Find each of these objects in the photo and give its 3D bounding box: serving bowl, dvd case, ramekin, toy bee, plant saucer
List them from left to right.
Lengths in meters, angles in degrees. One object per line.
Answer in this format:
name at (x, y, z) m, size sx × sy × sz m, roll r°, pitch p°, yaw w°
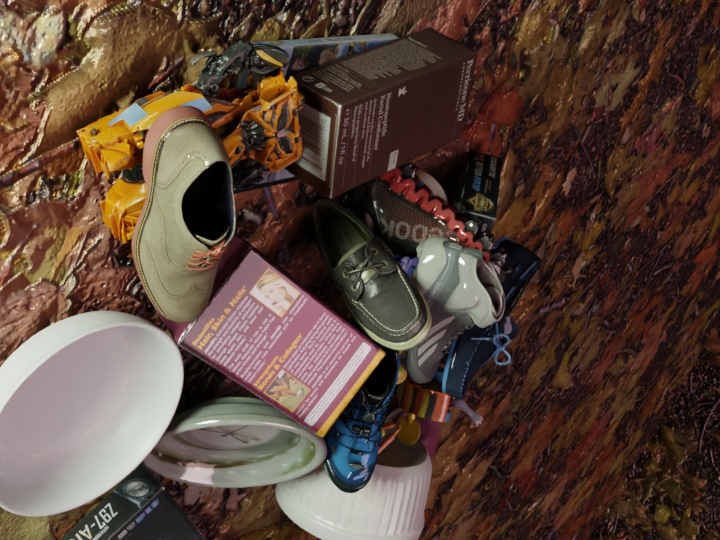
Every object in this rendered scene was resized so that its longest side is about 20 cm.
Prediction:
serving bowl at (-0.256, 0.116, 0.822) m, size 0.199 × 0.066 × 0.202 m, roll -35°, pitch 144°, yaw -30°
plant saucer at (-0.135, 0.179, 0.998) m, size 0.197 × 0.051 × 0.201 m, roll -3°, pitch 150°, yaw -2°
dvd case at (-0.047, -0.154, 0.896) m, size 0.199 × 0.017 × 0.144 m, roll -19°, pitch 134°, yaw -46°
ramekin at (-0.001, 0.260, 1.185) m, size 0.199 × 0.199 × 0.106 m, roll -1°, pitch 112°, yaw -53°
toy bee at (0.070, 0.158, 1.193) m, size 0.200 × 0.107 × 0.133 m, roll 73°, pitch 30°, yaw -69°

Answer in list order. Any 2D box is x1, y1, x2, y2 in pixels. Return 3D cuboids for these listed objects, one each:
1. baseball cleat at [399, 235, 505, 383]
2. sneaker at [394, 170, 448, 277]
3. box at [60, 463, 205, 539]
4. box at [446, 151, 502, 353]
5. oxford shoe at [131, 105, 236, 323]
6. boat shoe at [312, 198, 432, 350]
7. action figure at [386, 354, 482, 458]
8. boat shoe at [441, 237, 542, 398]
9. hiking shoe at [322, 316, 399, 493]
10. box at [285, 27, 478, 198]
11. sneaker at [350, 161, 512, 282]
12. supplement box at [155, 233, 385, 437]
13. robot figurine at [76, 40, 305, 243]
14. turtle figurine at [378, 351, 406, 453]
baseball cleat at (0.097, 0.058, 0.986) m, size 0.202 × 0.105 × 0.070 m, roll 89°, pitch 25°, yaw -43°
sneaker at (0.041, -0.014, 1.089) m, size 0.111 × 0.076 × 0.202 m, roll -40°, pitch 153°, yaw -39°
box at (-0.276, 0.328, 1.016) m, size 0.200 × 0.043 × 0.161 m, roll -42°, pitch 146°, yaw -20°
box at (0.127, -0.024, 1.154) m, size 0.160 × 0.045 × 0.202 m, roll -71°, pitch 174°, yaw -57°
oxford shoe at (-0.136, -0.024, 0.733) m, size 0.070 × 0.075 × 0.202 m, roll -20°, pitch 137°, yaw -28°
boat shoe at (0.001, -0.001, 0.942) m, size 0.071 × 0.201 × 0.066 m, roll -36°, pitch 138°, yaw -1°
action figure at (0.098, 0.191, 1.376) m, size 0.147 × 0.134 × 0.203 m, roll 21°, pitch 90°, yaw -15°
boat shoe at (0.155, 0.057, 1.076) m, size 0.084 × 0.068 × 0.202 m, roll 57°, pitch 56°, yaw -74°
hiking shoe at (-0.002, 0.145, 1.006) m, size 0.073 × 0.087 × 0.203 m, roll 7°, pitch 90°, yaw -10°
box at (0.021, -0.156, 0.902) m, size 0.199 × 0.075 × 0.101 m, roll -31°, pitch 141°, yaw -38°
sneaker at (0.071, -0.041, 1.013) m, size 0.098 × 0.200 × 0.071 m, roll -51°, pitch 178°, yaw 13°
supplement box at (-0.086, 0.061, 0.912) m, size 0.200 × 0.085 × 0.111 m, roll 40°, pitch 87°, yaw -34°
robot figurine at (-0.127, -0.105, 0.775) m, size 0.198 × 0.058 × 0.146 m, roll -27°, pitch 141°, yaw -22°
turtle figurine at (0.016, 0.132, 1.129) m, size 0.161 × 0.064 × 0.202 m, roll -24°, pitch -137°, yaw 68°
